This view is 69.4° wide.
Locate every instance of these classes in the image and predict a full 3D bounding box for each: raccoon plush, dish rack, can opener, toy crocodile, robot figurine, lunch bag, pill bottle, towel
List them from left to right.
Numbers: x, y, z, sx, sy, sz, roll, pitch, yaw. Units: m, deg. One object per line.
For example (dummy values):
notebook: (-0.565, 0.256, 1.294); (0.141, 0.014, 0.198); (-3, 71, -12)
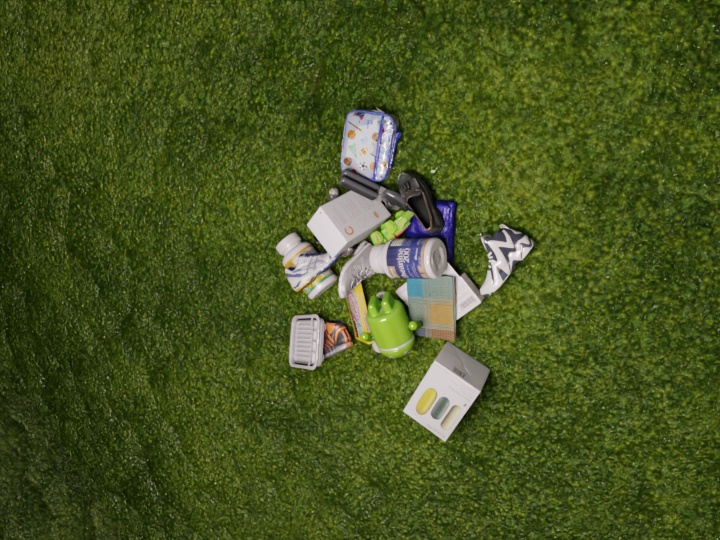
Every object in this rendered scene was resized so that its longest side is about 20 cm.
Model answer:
pill bottle: (-0.175, -0.018, 1.645); (0.113, 0.113, 0.200); (-41, 85, 28)
dish rack: (-0.169, 0.231, 1.689); (0.200, 0.043, 0.173); (-9, 76, 56)
raccoon plush: (-0.060, -0.136, 1.565); (0.133, 0.097, 0.201); (18, 111, 23)
lunch bag: (0.030, -0.360, 1.481); (0.159, 0.076, 0.201); (15, 111, 19)
can opener: (0.037, -0.232, 1.472); (0.199, 0.053, 0.066); (22, 151, -13)
robot figurine: (0.087, 0.165, 1.506); (0.174, 0.116, 0.201); (-16, 111, 15)
toy crocodile: (0.090, -0.114, 1.484); (0.062, 0.067, 0.200); (50, 144, -3)
pill bottle: (0.128, -0.033, 1.440); (0.199, 0.111, 0.112); (0, 104, 36)
towel: (0.195, -0.103, 1.485); (0.147, 0.050, 0.201); (8, 107, 22)
towel: (0.204, 0.102, 1.493); (0.146, 0.022, 0.201); (6, 114, 28)

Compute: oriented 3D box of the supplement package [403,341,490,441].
supplement package: (0.252, 0.350, 1.519); (0.151, 0.151, 0.201); (33, 115, 13)

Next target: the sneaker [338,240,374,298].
sneaker: (0.000, 0.000, 1.532); (0.082, 0.201, 0.075); (23, 156, 17)

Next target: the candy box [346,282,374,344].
candy box: (-0.008, 0.124, 1.621); (0.102, 0.026, 0.201); (5, 110, 64)

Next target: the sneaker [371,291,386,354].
sneaker: (0.054, 0.169, 1.607); (0.073, 0.080, 0.201); (6, 108, 21)

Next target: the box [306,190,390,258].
box: (-0.031, -0.145, 1.484); (0.125, 0.200, 0.097); (52, 140, 5)

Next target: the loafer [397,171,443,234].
loafer: (0.159, -0.191, 1.425); (0.072, 0.063, 0.201); (-38, 73, 28)

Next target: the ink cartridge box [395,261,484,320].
ink cartridge box: (0.227, 0.070, 1.505); (0.176, 0.045, 0.200); (51, 124, 4)

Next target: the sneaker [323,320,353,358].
sneaker: (-0.112, 0.226, 1.710); (0.199, 0.077, 0.113); (-29, 77, 32)

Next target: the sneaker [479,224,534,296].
sneaker: (0.359, -0.037, 1.409); (0.129, 0.079, 0.200); (40, 116, 12)

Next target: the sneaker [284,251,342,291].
sneaker: (-0.142, -0.023, 1.538); (0.200, 0.075, 0.088); (-36, 86, 15)
